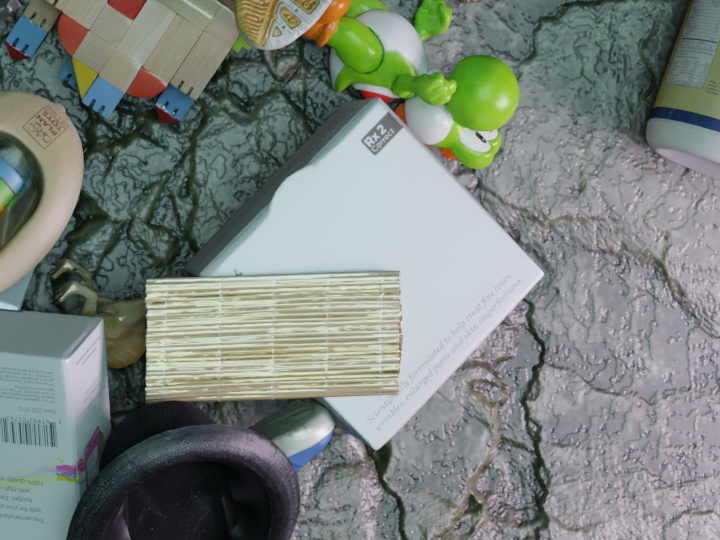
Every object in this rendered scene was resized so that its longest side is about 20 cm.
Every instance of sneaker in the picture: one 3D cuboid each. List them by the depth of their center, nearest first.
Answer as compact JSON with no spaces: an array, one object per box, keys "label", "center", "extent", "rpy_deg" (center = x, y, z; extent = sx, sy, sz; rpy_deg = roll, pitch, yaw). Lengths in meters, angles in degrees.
[{"label":"sneaker","center":[-0.053,-0.249,1.721],"extent":[0.075,0.088,0.201],"rpy_deg":[23,65,-11]},{"label":"sneaker","center":[-0.080,0.190,1.738],"extent":[0.199,0.077,0.112],"rpy_deg":[-31,101,22]}]

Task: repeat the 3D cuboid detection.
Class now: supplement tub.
[{"label":"supplement tub","center":[0.328,-0.173,1.785],"extent":[0.144,0.144,0.201],"rpy_deg":[20,89,-10]}]

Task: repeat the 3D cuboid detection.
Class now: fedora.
[{"label":"fedora","center":[-0.141,0.168,1.650],"extent":[0.199,0.092,0.201],"rpy_deg":[-12,135,-13]}]

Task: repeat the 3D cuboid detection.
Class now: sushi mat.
[{"label":"sushi mat","center":[-0.065,0.050,1.661],"extent":[0.199,0.012,0.096],"rpy_deg":[-2,94,-9]}]

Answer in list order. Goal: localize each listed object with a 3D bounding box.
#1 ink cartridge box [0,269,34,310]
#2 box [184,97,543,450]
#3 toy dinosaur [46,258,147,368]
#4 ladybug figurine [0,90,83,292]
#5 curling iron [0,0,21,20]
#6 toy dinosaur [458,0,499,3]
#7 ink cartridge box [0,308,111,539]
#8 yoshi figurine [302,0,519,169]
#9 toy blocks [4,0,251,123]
[{"label":"ink cartridge box","center":[-0.329,-0.028,1.723],"extent":[0.159,0.047,0.201],"rpy_deg":[24,90,-11]},{"label":"box","center":[0.000,0.000,1.741],"extent":[0.199,0.131,0.200],"rpy_deg":[-45,99,-5]},{"label":"toy dinosaur","center":[-0.201,0.037,1.717],"extent":[0.199,0.058,0.101],"rpy_deg":[-31,123,26]},{"label":"ladybug figurine","center":[-0.295,-0.053,1.686],"extent":[0.136,0.072,0.200],"rpy_deg":[45,71,-4]},{"label":"curling iron","center":[-0.354,-0.166,1.703],"extent":[0.199,0.050,0.026],"rpy_deg":[-22,64,0]},{"label":"toy dinosaur","center":[0.110,-0.319,1.770],"extent":[0.135,0.102,0.201],"rpy_deg":[0,115,6]},{"label":"ink cartridge box","center":[-0.269,0.136,1.673],"extent":[0.144,0.085,0.201],"rpy_deg":[5,112,13]},{"label":"yoshi figurine","center":[0.051,-0.170,1.757],"extent":[0.200,0.112,0.113],"rpy_deg":[41,79,-12]},{"label":"toy blocks","center":[-0.186,-0.185,1.725],"extent":[0.199,0.100,0.137],"rpy_deg":[33,102,-9]}]
